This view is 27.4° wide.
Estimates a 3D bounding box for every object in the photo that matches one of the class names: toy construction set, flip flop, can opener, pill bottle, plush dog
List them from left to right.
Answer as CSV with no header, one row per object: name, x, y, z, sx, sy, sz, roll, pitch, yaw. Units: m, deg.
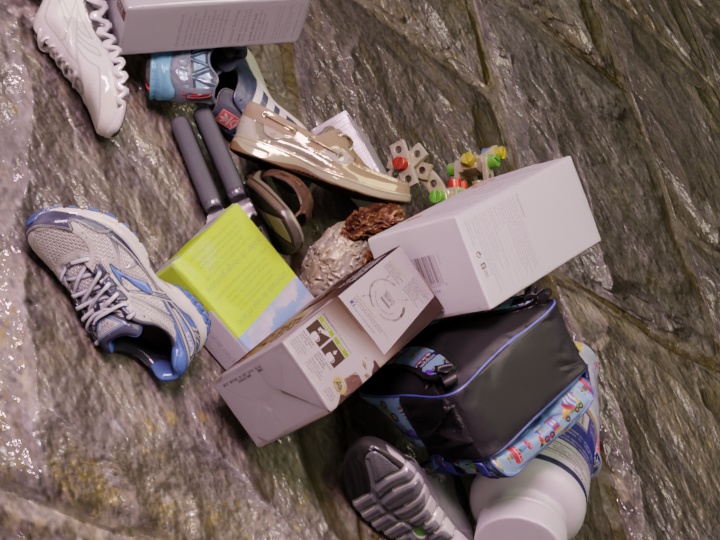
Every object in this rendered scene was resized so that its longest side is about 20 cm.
can opener,-0.143,-0.075,1.540,0.066,0.053,0.200,80,-14,-74
flip flop,-0.080,-0.072,1.537,0.200,0.058,0.081,-118,-176,-76
plush dog,0.000,0.000,1.572,0.160,0.200,0.172,30,7,27
toy construction set,0.122,-0.109,1.915,0.200,0.092,0.131,5,80,-45
pill bottle,0.176,0.218,1.524,0.120,0.120,0.200,46,34,-16

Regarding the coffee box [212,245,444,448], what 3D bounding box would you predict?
coffee box,-0.027,0.069,1.381,0.080,0.113,0.200,55,44,-4

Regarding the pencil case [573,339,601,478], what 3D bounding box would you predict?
pencil case,0.252,0.172,1.822,0.200,0.083,0.091,-77,148,-55

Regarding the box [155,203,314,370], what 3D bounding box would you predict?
box,-0.099,0.046,1.444,0.200,0.048,0.122,51,42,-9

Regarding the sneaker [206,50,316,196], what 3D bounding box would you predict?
sneaker,-0.124,-0.162,1.631,0.200,0.075,0.084,54,33,11

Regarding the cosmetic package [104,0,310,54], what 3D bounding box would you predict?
cosmetic package,-0.162,-0.286,1.521,0.200,0.074,0.102,-8,57,-23

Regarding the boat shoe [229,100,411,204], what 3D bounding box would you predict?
boat shoe,-0.035,-0.122,1.563,0.200,0.065,0.072,19,-4,-4

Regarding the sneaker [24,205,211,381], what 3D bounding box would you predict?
sneaker,-0.214,0.023,1.295,0.200,0.077,0.085,41,36,-23

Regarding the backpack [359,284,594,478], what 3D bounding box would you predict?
backpack,0.106,0.115,1.479,0.183,0.200,0.135,-38,106,-31

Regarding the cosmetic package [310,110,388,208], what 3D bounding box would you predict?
cosmetic package,-0.002,-0.117,1.706,0.083,0.051,0.200,63,5,12

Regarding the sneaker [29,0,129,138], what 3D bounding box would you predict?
sneaker,-0.282,-0.222,1.466,0.081,0.075,0.200,-11,76,-23

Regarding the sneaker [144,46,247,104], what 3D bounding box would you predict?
sneaker,-0.165,-0.247,1.587,0.095,0.079,0.200,14,55,0

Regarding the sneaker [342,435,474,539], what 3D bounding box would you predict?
sneaker,0.050,0.218,1.498,0.200,0.075,0.116,53,22,-25

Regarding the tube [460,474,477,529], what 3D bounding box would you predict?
tube,0.104,0.186,1.630,0.052,0.058,0.200,-14,66,-25

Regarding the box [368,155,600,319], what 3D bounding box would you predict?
box,0.127,-0.030,1.487,0.200,0.124,0.098,-28,100,-43
